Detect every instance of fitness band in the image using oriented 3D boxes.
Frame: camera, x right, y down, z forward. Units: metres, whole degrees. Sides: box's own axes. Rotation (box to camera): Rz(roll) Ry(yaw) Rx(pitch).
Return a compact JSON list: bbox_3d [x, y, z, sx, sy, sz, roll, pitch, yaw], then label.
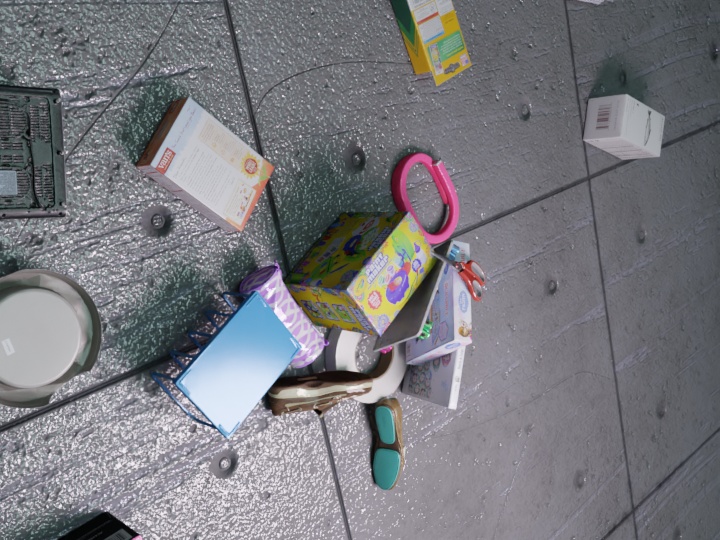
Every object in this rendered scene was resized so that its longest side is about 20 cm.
[{"bbox_3d":[0.140,-0.152,1.673,0.144,0.037,0.201,-43,118,-30],"label":"fitness band"}]

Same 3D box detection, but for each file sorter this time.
[{"bbox_3d":[-0.228,0.148,1.320,0.200,0.122,0.139,-51,123,-26],"label":"file sorter"}]

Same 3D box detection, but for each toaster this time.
[{"bbox_3d":[-0.508,-0.154,1.061,0.199,0.118,0.182,-6,96,-41],"label":"toaster"}]

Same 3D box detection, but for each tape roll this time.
[{"bbox_3d":[0.017,0.166,1.588,0.202,0.037,0.204,-2,94,-40],"label":"tape roll"}]

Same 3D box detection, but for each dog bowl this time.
[{"bbox_3d":[-0.481,0.096,1.141,0.199,0.059,0.201,-3,94,-40],"label":"dog bowl"}]

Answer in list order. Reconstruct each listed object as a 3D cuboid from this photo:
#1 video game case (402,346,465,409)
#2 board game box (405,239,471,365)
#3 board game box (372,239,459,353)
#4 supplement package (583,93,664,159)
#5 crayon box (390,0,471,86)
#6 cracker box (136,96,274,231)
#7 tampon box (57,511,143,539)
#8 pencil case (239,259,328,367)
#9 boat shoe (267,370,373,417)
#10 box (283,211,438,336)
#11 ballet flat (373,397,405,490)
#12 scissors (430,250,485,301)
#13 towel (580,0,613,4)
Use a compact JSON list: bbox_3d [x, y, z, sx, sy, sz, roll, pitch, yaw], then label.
[{"bbox_3d":[0.150,0.174,1.598,0.024,0.200,0.183,11,86,-24],"label":"video game case"},{"bbox_3d":[0.151,0.069,1.557,0.041,0.199,0.201,10,68,-22],"label":"board game box"},{"bbox_3d":[0.106,0.056,1.507,0.026,0.200,0.201,28,66,-15],"label":"board game box"},{"bbox_3d":[0.698,-0.377,2.084,0.199,0.117,0.118,11,85,-41],"label":"supplement package"},{"bbox_3d":[0.148,-0.499,1.646,0.126,0.051,0.201,-36,114,-33],"label":"crayon box"},{"bbox_3d":[-0.255,-0.174,1.318,0.200,0.058,0.134,39,68,-36],"label":"cracker box"},{"bbox_3d":[-0.393,0.505,1.198,0.150,0.126,0.201,-27,110,-35],"label":"tampon box"},{"bbox_3d":[-0.136,0.084,1.418,0.085,0.084,0.200,-31,118,2],"label":"pencil case"},{"bbox_3d":[-0.075,0.235,1.476,0.201,0.075,0.075,-2,103,-16],"label":"boat shoe"},{"bbox_3d":[0.000,0.000,1.460,0.200,0.192,0.122,-50,122,-26],"label":"box"},{"bbox_3d":[0.064,0.351,1.624,0.072,0.068,0.201,-30,120,-57],"label":"ballet flat"},{"bbox_3d":[0.180,-0.012,1.448,0.200,0.014,0.073,40,50,-42],"label":"scissors"},{"bbox_3d":[0.579,-0.782,1.976,0.165,0.085,0.201,-10,99,-41],"label":"towel"}]
